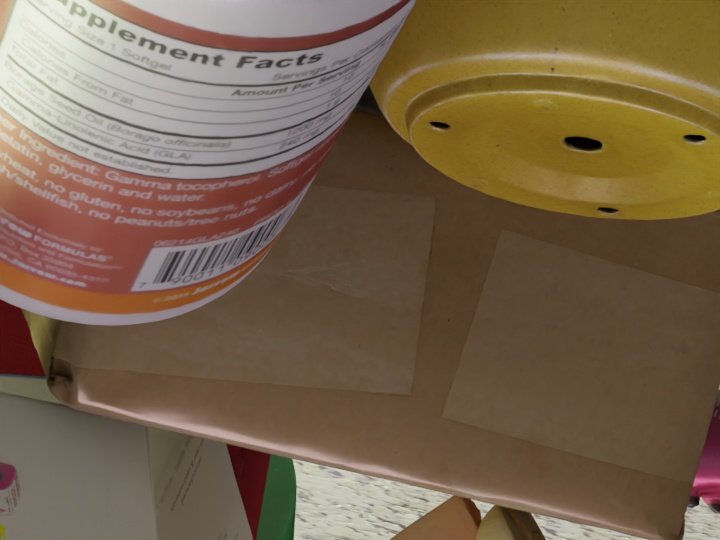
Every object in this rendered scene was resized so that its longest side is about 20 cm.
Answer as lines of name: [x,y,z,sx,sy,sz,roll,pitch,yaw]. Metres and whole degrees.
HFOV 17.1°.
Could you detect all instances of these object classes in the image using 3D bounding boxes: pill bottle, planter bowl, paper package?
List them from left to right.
pill bottle: [-0.041,-0.080,0.538,0.112,0.112,0.200,14,147,-13]
paper package: [0.000,0.000,0.760,0.199,0.104,0.191,13,-175,-13]
planter bowl: [0.062,-0.066,0.621,0.200,0.084,0.200,9,164,3]

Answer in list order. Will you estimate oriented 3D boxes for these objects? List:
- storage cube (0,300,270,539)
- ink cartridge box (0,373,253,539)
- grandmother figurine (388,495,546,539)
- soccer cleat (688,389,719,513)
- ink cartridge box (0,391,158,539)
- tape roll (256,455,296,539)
storage cube: [-0.123,0.065,1.001,0.170,0.180,0.200,9,163,2]
ink cartridge box: [-0.094,0.131,0.840,0.115,0.067,0.200,3,132,17]
grandmother figurine: [-0.030,0.137,0.746,0.200,0.061,0.121,-29,164,7]
soccer cleat: [0.188,0.043,0.885,0.199,0.087,0.070,-5,172,4]
ink cartridge box: [-0.137,0.081,0.680,0.200,0.068,0.115,16,148,-43]
tape roll: [-0.131,0.117,1.163,0.200,0.201,0.048,8,130,5]
